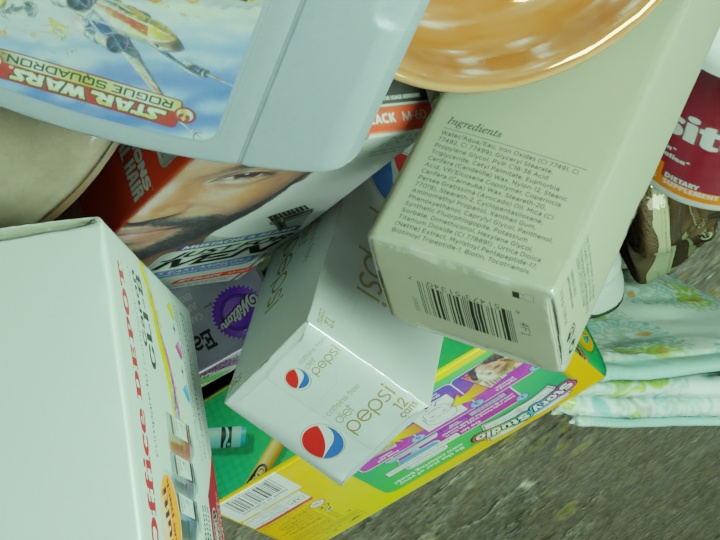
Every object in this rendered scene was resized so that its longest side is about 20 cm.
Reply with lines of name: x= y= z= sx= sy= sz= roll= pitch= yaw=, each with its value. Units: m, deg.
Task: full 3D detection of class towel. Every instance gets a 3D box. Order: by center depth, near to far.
towel: x=0.159 y=0.040 z=1.227 sx=0.200 sy=0.171 sz=0.048 roll=2 pitch=110 yaw=-29

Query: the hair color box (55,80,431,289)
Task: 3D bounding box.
hair color box: x=-0.067 y=-0.046 z=0.878 sx=0.111 sy=0.064 sz=0.200 roll=-9 pitch=165 yaw=-30

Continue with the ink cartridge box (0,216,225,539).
ink cartridge box: x=-0.145 y=0.077 z=0.846 sx=0.144 sy=0.146 sz=0.200 roll=-10 pitch=168 yaw=4

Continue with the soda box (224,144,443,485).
soda box: x=0.000 y=0.000 z=0.941 sx=0.068 sy=0.200 sz=0.064 roll=36 pitch=123 yaw=-15

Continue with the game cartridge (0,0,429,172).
game cartridge: x=-0.080 y=-0.099 z=0.696 sx=0.200 sy=0.042 sz=0.133 roll=16 pitch=136 yaw=-9

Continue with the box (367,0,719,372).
box: x=0.081 y=-0.066 z=0.826 sx=0.200 sy=0.082 sz=0.068 roll=-61 pitch=158 yaw=-24

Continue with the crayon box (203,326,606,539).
crayon box: x=0.017 y=0.066 z=1.079 sx=0.200 sy=0.058 sz=0.119 roll=-32 pitch=152 yaw=12

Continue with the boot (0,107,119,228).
boot: x=-0.195 y=-0.041 z=0.783 sx=0.200 sy=0.070 sz=0.146 roll=-32 pitch=161 yaw=33

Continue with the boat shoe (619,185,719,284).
boat shoe: x=0.180 y=-0.049 z=1.188 sx=0.075 sy=0.075 sz=0.202 roll=-25 pitch=170 yaw=2

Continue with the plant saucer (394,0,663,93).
plant saucer: x=0.052 y=-0.162 z=0.740 sx=0.200 sy=0.037 sz=0.200 roll=-14 pitch=124 yaw=-22

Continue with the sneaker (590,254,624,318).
sneaker: x=0.051 y=-0.016 z=1.140 sx=0.200 sy=0.080 sz=0.086 roll=-12 pitch=126 yaw=-17

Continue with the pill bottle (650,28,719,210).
pill bottle: x=0.183 y=-0.118 z=0.977 sx=0.113 sy=0.113 sz=0.200 roll=-22 pitch=157 yaw=-9

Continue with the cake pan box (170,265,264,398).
cake pan box: x=-0.125 y=0.063 z=1.064 sx=0.200 sy=0.052 sz=0.184 roll=-29 pitch=175 yaw=-7
